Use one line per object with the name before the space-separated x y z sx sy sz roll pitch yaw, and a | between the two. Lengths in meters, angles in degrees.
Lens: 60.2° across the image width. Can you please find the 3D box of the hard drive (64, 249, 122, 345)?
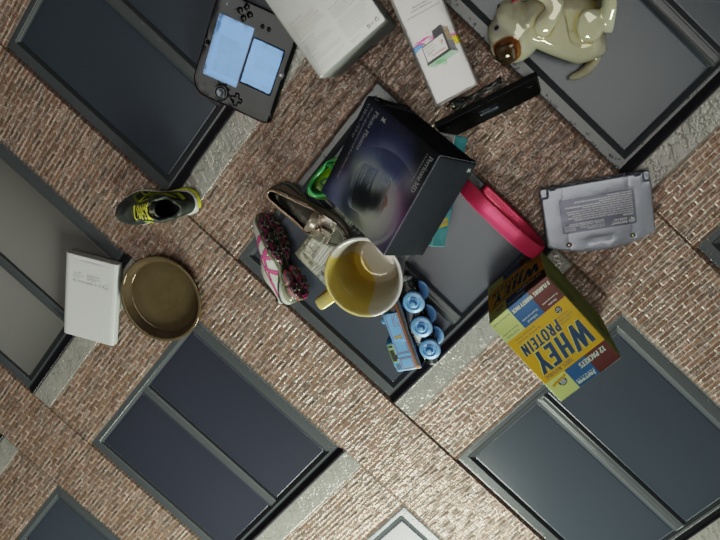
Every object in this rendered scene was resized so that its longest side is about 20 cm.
hard drive | -0.625 0.065 1.448 0.130 0.026 0.203 13 109 7

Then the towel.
towel | -0.014 -0.037 1.290 0.192 0.035 0.200 41 110 -3

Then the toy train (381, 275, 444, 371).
toy train | 0.099 0.109 1.282 0.113 0.087 0.203 -14 108 20

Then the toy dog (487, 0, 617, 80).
toy dog | 0.319 -0.423 1.070 0.196 0.141 0.195 -4 142 11

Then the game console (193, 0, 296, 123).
game console | -0.226 -0.417 1.222 0.175 0.031 0.202 25 110 4

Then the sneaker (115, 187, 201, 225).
sneaker | -0.442 -0.137 1.320 0.197 0.085 0.076 -10 104 14

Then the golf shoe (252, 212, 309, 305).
golf shoe | -0.187 -0.019 1.309 0.091 0.072 0.203 -18 98 35

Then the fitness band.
fitness band | 0.261 -0.101 1.157 0.199 0.144 0.037 41 112 -3

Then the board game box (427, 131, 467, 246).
board game box | 0.108 -0.162 1.170 0.150 0.047 0.203 20 104 39

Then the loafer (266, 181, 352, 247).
loafer | -0.108 -0.106 1.253 0.199 0.063 0.072 37 116 13

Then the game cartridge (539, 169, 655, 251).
game cartridge | 0.447 -0.106 1.176 0.197 0.041 0.135 -8 101 14

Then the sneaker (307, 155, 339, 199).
sneaker | -0.023 -0.199 1.217 0.199 0.084 0.074 -36 97 18

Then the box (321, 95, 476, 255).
box | 0.062 -0.165 1.100 0.198 0.122 0.202 45 120 30

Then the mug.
mug | 0.004 -0.008 1.200 0.183 0.153 0.152 -1 107 15

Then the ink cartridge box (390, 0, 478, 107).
ink cartridge box | 0.132 -0.400 1.092 0.083 0.145 0.202 -23 101 15

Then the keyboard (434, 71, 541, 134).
keyboard | 0.225 -0.304 1.121 0.198 0.127 0.021 -25 73 16

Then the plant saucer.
plant saucer | -0.449 0.062 1.411 0.196 0.029 0.204 3 106 11

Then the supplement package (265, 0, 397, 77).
supplement package | -0.058 -0.475 1.106 0.151 0.151 0.201 -34 98 19

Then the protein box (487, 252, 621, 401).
protein box | 0.353 0.093 1.166 0.135 0.200 0.199 -42 95 19
